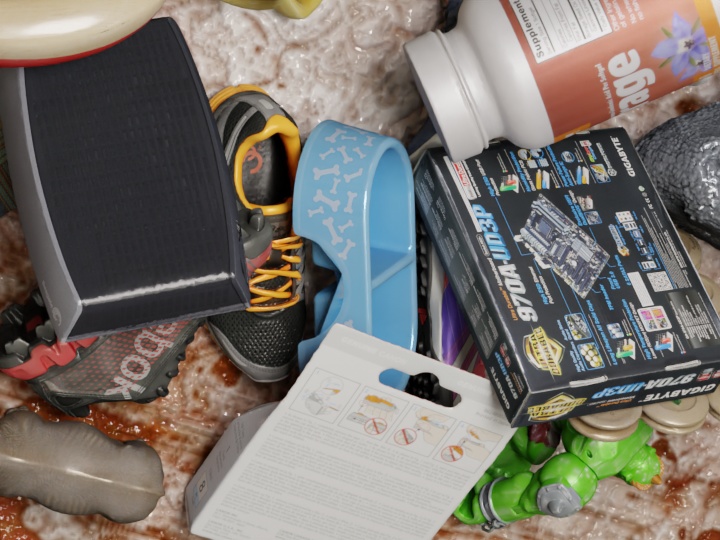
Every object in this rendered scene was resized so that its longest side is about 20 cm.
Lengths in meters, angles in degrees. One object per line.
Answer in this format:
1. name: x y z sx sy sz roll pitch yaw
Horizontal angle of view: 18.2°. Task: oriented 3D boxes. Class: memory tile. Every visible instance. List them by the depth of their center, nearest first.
1. memory tile: 0.190 0.038 1.554 0.153 0.200 0.017 -3 133 -15

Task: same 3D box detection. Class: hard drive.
1. hard drive: -0.147 -0.063 1.392 0.135 0.042 0.200 -10 69 -14

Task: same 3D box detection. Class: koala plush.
1. koala plush: 0.304 -0.106 1.593 0.184 0.177 0.200 28 90 -14

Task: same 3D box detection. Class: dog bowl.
1. dog bowl: 0.000 0.000 1.501 0.049 0.111 0.200 4 106 20

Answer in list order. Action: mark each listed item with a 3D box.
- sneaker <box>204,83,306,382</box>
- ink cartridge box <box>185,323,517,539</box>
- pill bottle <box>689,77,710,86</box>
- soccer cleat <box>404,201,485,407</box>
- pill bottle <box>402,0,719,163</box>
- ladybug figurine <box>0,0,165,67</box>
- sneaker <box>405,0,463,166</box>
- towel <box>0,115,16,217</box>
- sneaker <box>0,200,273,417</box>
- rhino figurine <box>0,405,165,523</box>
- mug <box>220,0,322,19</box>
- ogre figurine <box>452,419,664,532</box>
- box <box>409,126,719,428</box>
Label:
1. sneaker: -0.068 -0.021 1.494 0.078 0.077 0.200 -12 104 -23
2. ink cartridge box: -0.002 0.118 1.507 0.160 0.047 0.200 21 121 -24
3. pill bottle: 0.235 -0.240 1.569 0.113 0.113 0.200 29 87 -24
4. soccer cleat: 0.071 0.043 1.568 0.073 0.068 0.200 -5 96 -19
5. pill bottle: 0.135 -0.146 1.454 0.200 0.112 0.112 -23 107 2
6. ladybug figurine: -0.206 -0.176 1.372 0.200 0.072 0.136 -3 56 -12
7. sneaker: 0.076 -0.167 1.543 0.084 0.075 0.200 35 89 -3
8. towel: -0.260 -0.130 1.426 0.147 0.022 0.200 -35 111 -15
9. sneaker: -0.135 0.030 1.458 0.200 0.071 0.098 -30 120 8
10. rhino figurine: -0.216 0.118 1.445 0.200 0.087 0.060 16 91 -25
11. mug: -0.073 -0.264 1.442 0.149 0.187 0.153 30 75 8
12. ogre figurine: 0.156 0.109 1.585 0.200 0.120 0.098 -28 108 -17
13. box: 0.140 0.000 1.502 0.159 0.046 0.200 -8 58 -24
